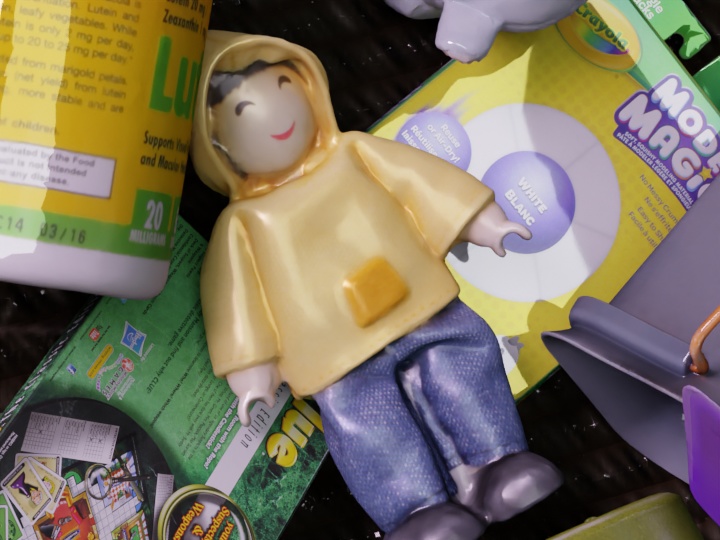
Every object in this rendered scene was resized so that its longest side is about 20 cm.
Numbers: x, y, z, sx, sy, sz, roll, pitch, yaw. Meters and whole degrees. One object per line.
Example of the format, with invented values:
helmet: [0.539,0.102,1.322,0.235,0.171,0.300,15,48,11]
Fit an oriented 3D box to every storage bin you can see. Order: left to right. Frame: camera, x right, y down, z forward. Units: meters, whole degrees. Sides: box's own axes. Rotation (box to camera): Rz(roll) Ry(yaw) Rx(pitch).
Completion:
storage bin: [0.183,0.025,0.785,0.135,0.200,0.146,-54,139,-10]

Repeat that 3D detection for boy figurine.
boy figurine: [0.000,0.000,0.786,0.124,0.064,0.201,-27,92,-10]

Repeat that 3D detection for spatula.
spatula: [0.149,0.106,0.779,0.021,0.200,0.057,-42,52,-5]

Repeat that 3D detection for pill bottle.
pill bottle: [-0.103,-0.097,0.732,0.111,0.111,0.201,9,91,-10]

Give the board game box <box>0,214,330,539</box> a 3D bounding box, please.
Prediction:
board game box: [-0.077,0.075,0.757,0.105,0.023,0.200,43,45,-11]

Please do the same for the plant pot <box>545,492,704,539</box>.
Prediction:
plant pot: [0.093,0.189,0.786,0.200,0.200,0.194,-22,79,-11]

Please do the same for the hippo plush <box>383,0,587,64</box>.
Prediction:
hippo plush: [0.045,-0.173,0.802,0.159,0.200,0.161,-41,111,-18]

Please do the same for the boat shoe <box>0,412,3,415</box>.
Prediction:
boat shoe: [-0.159,0.087,0.798,0.199,0.057,0.067,-15,89,-12]

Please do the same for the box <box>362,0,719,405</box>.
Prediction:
box: [0.065,-0.031,0.855,0.200,0.048,0.117,-40,94,-12]
